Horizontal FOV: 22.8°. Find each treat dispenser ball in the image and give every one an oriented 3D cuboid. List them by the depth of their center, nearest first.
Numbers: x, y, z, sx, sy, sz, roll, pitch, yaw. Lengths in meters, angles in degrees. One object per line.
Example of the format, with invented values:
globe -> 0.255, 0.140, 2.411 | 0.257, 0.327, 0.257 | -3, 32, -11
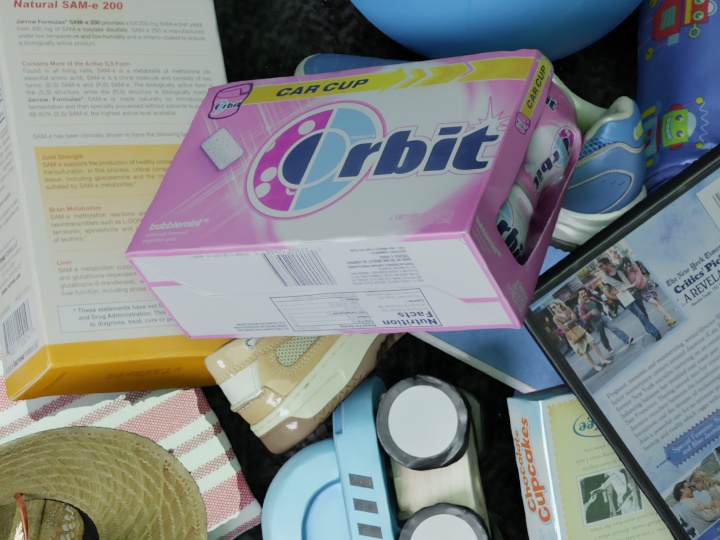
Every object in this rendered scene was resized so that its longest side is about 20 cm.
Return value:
treat dispenser ball -> 0.072, -0.206, 0.930 | 0.199, 0.201, 0.203 | 0, 80, -2

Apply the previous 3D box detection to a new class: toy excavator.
toy excavator -> -0.022, 0.160, 0.932 | 0.198, 0.100, 0.196 | -11, 81, 11

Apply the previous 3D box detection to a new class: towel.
towel -> -0.157, 0.081, 0.966 | 0.146, 0.030, 0.201 | -26, 84, -7

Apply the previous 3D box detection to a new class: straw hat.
straw hat -> -0.183, 0.140, 0.893 | 0.201, 0.201, 0.085 | -43, 43, -8

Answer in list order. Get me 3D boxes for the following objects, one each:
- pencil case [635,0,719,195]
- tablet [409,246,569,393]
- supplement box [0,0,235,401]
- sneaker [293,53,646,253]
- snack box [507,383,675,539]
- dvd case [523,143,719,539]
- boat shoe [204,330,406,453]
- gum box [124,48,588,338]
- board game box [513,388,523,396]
pencil case -> 0.188, -0.114, 0.960 | 0.078, 0.087, 0.201 | -13, 56, 34
tablet -> 0.100, 0.001, 0.970 | 0.199, 0.014, 0.131 | 27, 78, 18
supplement box -> -0.130, -0.040, 0.933 | 0.125, 0.073, 0.202 | -2, 74, -28
sneaker -> 0.057, -0.080, 0.909 | 0.199, 0.077, 0.076 | 20, 43, 17
snack box -> 0.176, 0.102, 0.914 | 0.199, 0.037, 0.117 | -11, 94, -23
dvd case -> 0.183, 0.052, 0.862 | 0.142, 0.018, 0.201 | -36, 103, 2
boat shoe -> 0.000, 0.000, 0.910 | 0.076, 0.072, 0.200 | 46, 57, -3
gum box -> 0.002, -0.034, 0.835 | 0.199, 0.066, 0.114 | -3, 48, 33
board game box -> 0.180, 0.084, 0.965 | 0.158, 0.039, 0.201 | -35, 82, -7
